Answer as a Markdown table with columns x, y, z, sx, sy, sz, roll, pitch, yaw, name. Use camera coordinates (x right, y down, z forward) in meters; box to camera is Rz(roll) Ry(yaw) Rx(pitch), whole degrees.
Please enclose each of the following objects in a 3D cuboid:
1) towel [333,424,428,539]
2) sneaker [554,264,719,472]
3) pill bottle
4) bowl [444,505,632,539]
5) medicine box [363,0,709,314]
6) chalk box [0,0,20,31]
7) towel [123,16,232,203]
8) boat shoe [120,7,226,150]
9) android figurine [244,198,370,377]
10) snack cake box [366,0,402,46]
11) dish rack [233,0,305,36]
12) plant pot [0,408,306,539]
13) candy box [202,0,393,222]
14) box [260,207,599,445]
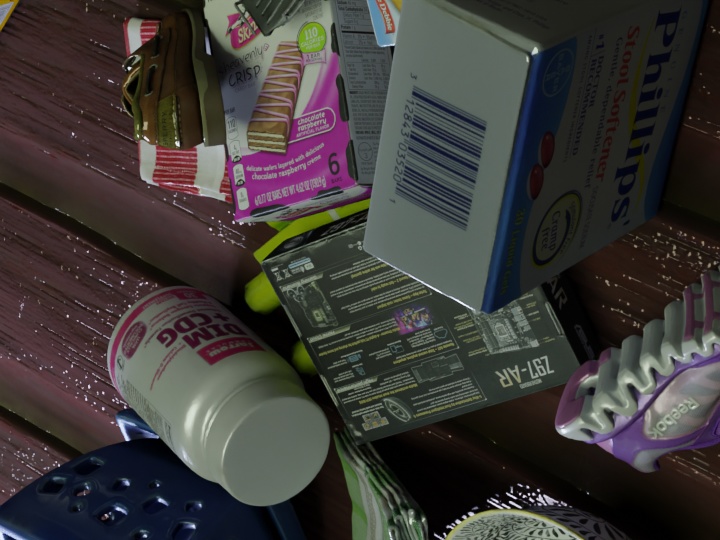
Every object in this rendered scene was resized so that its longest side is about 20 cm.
| x | y | z | sx | sy | sz | roll | pitch | yaw | name |
| --- | --- | --- | --- | --- | --- | --- | --- | --- | --- |
| 0.018 | 0.218 | 1.434 | 0.200 | 0.031 | 0.149 | -136 | 36 | -69 | towel |
| 0.224 | 0.068 | 1.213 | 0.088 | 0.080 | 0.200 | 42 | 125 | -13 | sneaker |
| -0.113 | 0.099 | 1.473 | 0.200 | 0.113 | 0.113 | 36 | 134 | 50 | pill bottle |
| 0.159 | 0.245 | 1.341 | 0.201 | 0.094 | 0.201 | 21 | 124 | 36 | bowl |
| 0.110 | -0.100 | 1.141 | 0.103 | 0.200 | 0.182 | 30 | 128 | 30 | medicine box |
| -0.398 | -0.283 | 1.587 | 0.200 | 0.124 | 0.124 | 55 | 136 | 8 | chalk box |
| -0.113 | -0.122 | 1.471 | 0.200 | 0.023 | 0.144 | 15 | 118 | 38 | towel |
| -0.144 | -0.145 | 1.360 | 0.200 | 0.068 | 0.072 | -116 | 20 | -66 | boat shoe |
| 0.000 | 0.000 | 1.396 | 0.200 | 0.041 | 0.182 | -39 | 89 | 38 | android figurine |
| 0.046 | -0.256 | 1.189 | 0.067 | 0.115 | 0.200 | -1 | 109 | 43 | snack cake box |
| -0.077 | -0.265 | 1.282 | 0.153 | 0.055 | 0.200 | -55 | 46 | 25 | dish rack |
| -0.157 | 0.242 | 1.553 | 0.200 | 0.180 | 0.200 | 16 | 141 | 37 | plant pot |
| -0.042 | -0.144 | 1.327 | 0.136 | 0.061 | 0.200 | -15 | 82 | 46 | candy box |
| 0.049 | 0.026 | 1.323 | 0.200 | 0.044 | 0.160 | -21 | 104 | 31 | box |
